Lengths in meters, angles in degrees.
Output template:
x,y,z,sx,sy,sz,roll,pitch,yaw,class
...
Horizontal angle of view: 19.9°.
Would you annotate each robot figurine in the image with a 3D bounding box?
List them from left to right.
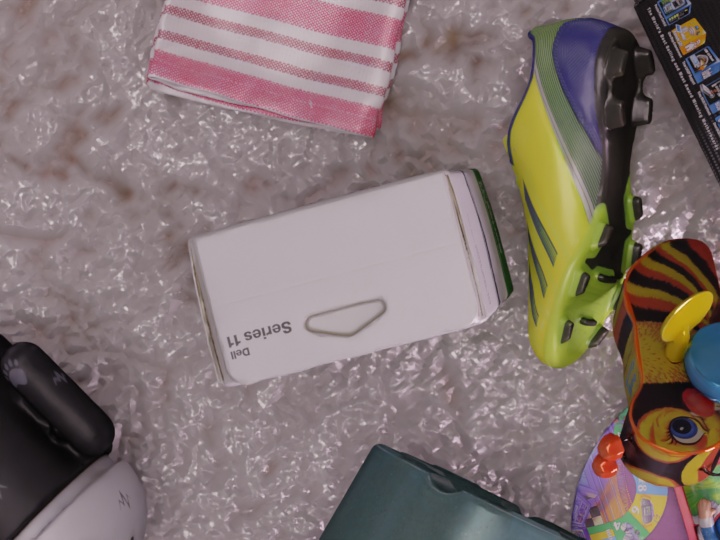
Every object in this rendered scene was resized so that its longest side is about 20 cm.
x,y,z,sx,sy,sz,roll,pitch,yaw,class
-0.215,0.115,1.197,0.200,0.150,0.125,44,75,4,robot figurine

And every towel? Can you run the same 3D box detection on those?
x,y,z,sx,sy,sz,roll,pitch,yaw,class
-0.039,-0.189,1.203,0.146,0.030,0.201,13,94,5,towel

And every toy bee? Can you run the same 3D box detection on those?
x,y,z,sx,sy,sz,roll,pitch,yaw,class
0.171,0.068,1.113,0.108,0.200,0.131,-8,122,-14,toy bee

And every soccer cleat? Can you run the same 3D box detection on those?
x,y,z,sx,sy,sz,roll,pitch,yaw,class
0.117,-0.046,1.186,0.083,0.065,0.201,13,100,36,soccer cleat

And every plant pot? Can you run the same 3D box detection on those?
x,y,z,sx,sy,sz,roll,pitch,yaw,class
0.033,0.214,1.145,0.200,0.200,0.197,25,87,5,plant pot

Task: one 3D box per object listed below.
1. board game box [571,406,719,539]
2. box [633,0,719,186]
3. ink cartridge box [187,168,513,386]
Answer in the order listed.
x,y,z,sx,sy,sz,roll,pitch,yaw,class
0.222,0.153,1.183,0.199,0.039,0.158,29,96,4,board game box
0.258,-0.102,1.110,0.160,0.044,0.201,-29,61,17,box
0.000,0.000,1.123,0.146,0.200,0.083,-15,91,7,ink cartridge box
